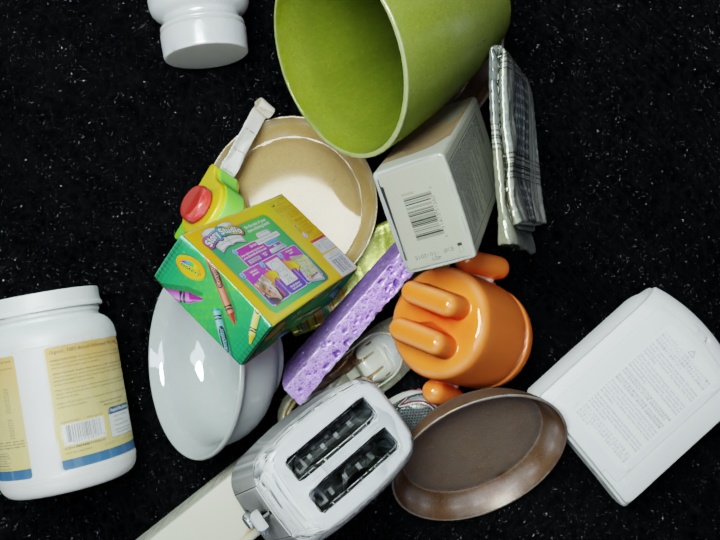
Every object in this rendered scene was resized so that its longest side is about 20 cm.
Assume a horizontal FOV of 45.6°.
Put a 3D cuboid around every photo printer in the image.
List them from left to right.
[{"bbox_3d":[0.310,0.132,0.951,0.200,0.069,0.167,-42,88,-2],"label":"photo printer"}]

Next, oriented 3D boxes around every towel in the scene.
[{"bbox_3d":[0.000,0.000,0.981,0.197,0.018,0.087,-22,89,-1],"label":"towel"},{"bbox_3d":[0.168,-0.119,0.902,0.034,0.192,0.204,-3,89,17],"label":"towel"}]

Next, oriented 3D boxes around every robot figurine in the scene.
[{"bbox_3d":[0.111,0.062,0.903,0.116,0.199,0.146,-25,65,27],"label":"robot figurine"}]

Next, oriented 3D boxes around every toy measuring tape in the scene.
[{"bbox_3d":[-0.138,-0.092,0.925,0.073,0.074,0.202,30,85,1],"label":"toy measuring tape"}]

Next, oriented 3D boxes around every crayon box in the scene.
[{"bbox_3d":[-0.096,0.001,0.850,0.119,0.200,0.058,44,117,7],"label":"crayon box"}]

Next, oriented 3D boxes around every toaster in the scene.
[{"bbox_3d":[-0.030,0.184,0.840,0.199,0.129,0.114,-35,87,-21],"label":"toaster"}]

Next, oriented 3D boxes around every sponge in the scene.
[{"bbox_3d":[-0.008,0.048,0.915,0.030,0.112,0.200,42,91,-6],"label":"sponge"}]

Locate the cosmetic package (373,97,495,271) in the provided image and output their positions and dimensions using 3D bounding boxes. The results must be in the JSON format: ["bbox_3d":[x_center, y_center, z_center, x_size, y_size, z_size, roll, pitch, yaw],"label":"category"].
[{"bbox_3d":[0.083,-0.091,0.854,0.070,0.200,0.107,-13,109,22],"label":"cosmetic package"}]

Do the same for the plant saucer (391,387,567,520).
[{"bbox_3d":[0.124,0.193,0.918,0.197,0.035,0.203,-9,130,-11],"label":"plant saucer"}]

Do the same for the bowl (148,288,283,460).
[{"bbox_3d":[-0.145,0.095,0.920,0.089,0.199,0.205,2,88,-41],"label":"bowl"}]

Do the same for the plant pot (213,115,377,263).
[{"bbox_3d":[-0.078,-0.073,0.971,0.196,0.027,0.204,0,83,3],"label":"plant pot"}]

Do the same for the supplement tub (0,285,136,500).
[{"bbox_3d":[-0.325,0.127,0.914,0.142,0.145,0.204,-10,88,0],"label":"supplement tub"}]

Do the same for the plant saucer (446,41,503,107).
[{"bbox_3d":[0.064,-0.249,0.940,0.197,0.034,0.204,-6,108,-19],"label":"plant saucer"}]

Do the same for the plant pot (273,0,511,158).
[{"bbox_3d":[0.050,-0.232,0.830,0.199,0.187,0.189,-28,88,-33],"label":"plant pot"}]

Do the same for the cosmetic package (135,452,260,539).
[{"bbox_3d":[-0.170,0.283,0.931,0.199,0.105,0.071,-38,90,1],"label":"cosmetic package"}]

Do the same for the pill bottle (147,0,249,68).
[{"bbox_3d":[-0.183,-0.335,0.944,0.111,0.113,0.204,-9,89,0],"label":"pill bottle"}]

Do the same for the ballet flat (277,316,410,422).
[{"bbox_3d":[-0.007,0.122,0.955,0.199,0.062,0.068,-38,89,-1],"label":"ballet flat"}]

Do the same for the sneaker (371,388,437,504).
[{"bbox_3d":[0.016,0.215,0.947,0.200,0.075,0.081,-43,89,-2],"label":"sneaker"}]
